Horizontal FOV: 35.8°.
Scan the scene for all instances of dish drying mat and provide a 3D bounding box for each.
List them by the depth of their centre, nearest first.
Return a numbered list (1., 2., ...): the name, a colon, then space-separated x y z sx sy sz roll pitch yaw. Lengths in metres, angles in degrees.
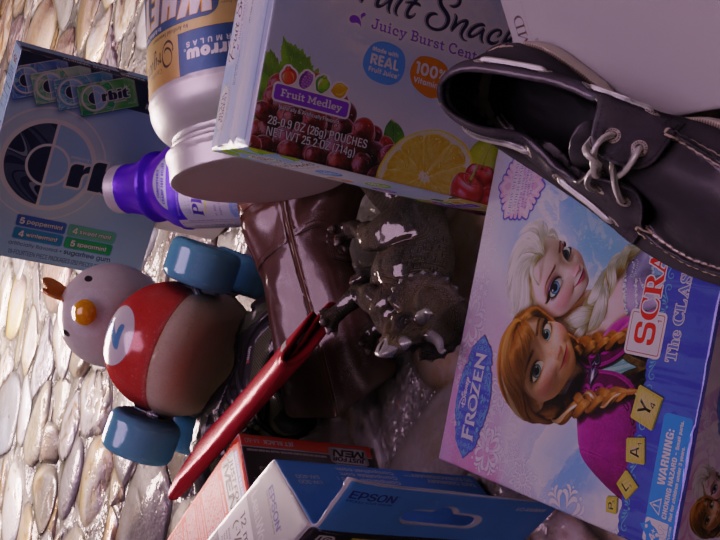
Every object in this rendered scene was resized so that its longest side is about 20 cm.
1. dish drying mat: -0.082 0.096 0.801 0.200 0.018 0.077 -48 4 42

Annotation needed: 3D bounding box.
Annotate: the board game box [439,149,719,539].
1. board game box: 0.128 0.029 0.599 0.199 0.041 0.200 8 87 61

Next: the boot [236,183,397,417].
1. boot: 0.000 0.000 0.821 0.186 0.064 0.200 -28 67 29

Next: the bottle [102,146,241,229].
1. bottle: -0.146 -0.079 1.016 0.200 0.065 0.084 0 89 31

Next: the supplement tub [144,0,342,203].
1. supplement tub: -0.075 -0.158 0.771 0.145 0.145 0.200 -22 70 57

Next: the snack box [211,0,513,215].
1. snack box: 0.024 -0.133 0.680 0.068 0.200 0.169 6 85 61

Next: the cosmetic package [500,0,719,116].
1. cosmetic package: 0.159 -0.134 0.523 0.200 0.081 0.113 -6 106 59

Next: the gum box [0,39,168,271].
1. gum box: -0.273 -0.102 1.080 0.045 0.170 0.200 45 119 57

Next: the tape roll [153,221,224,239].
1. tape roll: -0.174 -0.136 1.165 0.202 0.071 0.203 -29 55 53

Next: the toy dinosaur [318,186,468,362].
1. toy dinosaur: 0.028 -0.004 0.743 0.102 0.077 0.200 -22 44 29

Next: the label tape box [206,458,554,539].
1. label tape box: 0.001 0.161 0.672 0.200 0.143 0.066 -54 38 37

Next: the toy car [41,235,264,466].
1. toy car: -0.206 0.047 0.978 0.177 0.200 0.184 17 -87 -74

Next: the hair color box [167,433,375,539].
1. hair color box: -0.078 0.208 0.830 0.200 0.111 0.064 -55 37 35

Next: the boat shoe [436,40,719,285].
1. boat shoe: 0.113 -0.047 0.509 0.200 0.063 0.073 41 129 38

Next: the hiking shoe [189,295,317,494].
1. hiking shoe: -0.081 0.121 0.903 0.101 0.076 0.200 27 102 64
